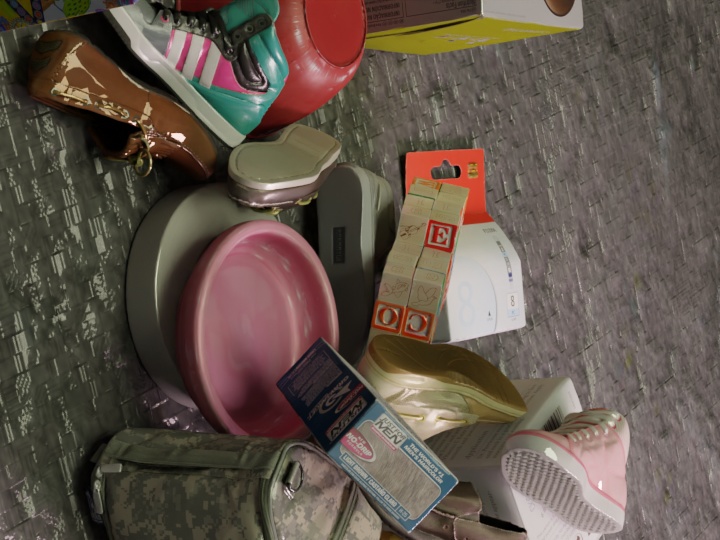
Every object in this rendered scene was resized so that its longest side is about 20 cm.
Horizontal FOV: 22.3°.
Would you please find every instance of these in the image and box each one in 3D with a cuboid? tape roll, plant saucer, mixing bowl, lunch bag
[{"bbox_3d":[-0.127,0.023,1.616,0.202,0.037,0.204,10,78,-54],"label":"tape roll"},{"bbox_3d":[-0.095,0.057,1.584,0.200,0.051,0.202,7,82,-55],"label":"plant saucer"},{"bbox_3d":[-0.064,-0.225,1.673,0.200,0.108,0.202,7,81,-55],"label":"mixing bowl"},{"bbox_3d":[-0.107,0.201,1.491,0.168,0.199,0.140,61,41,-38],"label":"lunch bag"}]

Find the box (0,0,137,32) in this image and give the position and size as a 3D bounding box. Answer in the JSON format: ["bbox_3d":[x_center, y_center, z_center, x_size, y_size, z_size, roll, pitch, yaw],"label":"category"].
[{"bbox_3d":[-0.215,-0.288,1.390,0.200,0.192,0.122,-53,127,-42],"label":"box"}]

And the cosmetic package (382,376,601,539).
[{"bbox_3d":[0.113,0.218,1.794,0.165,0.199,0.166,-44,120,-47],"label":"cosmetic package"}]

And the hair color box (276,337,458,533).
[{"bbox_3d":[0.001,0.130,1.490,0.061,0.200,0.100,-46,108,-2],"label":"hair color box"}]

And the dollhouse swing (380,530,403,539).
[{"bbox_3d":[0.072,0.350,1.643,0.200,0.176,0.182,35,93,-21],"label":"dollhouse swing"}]

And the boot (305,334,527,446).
[{"bbox_3d":[0.047,0.145,1.681,0.199,0.073,0.156,15,119,-44],"label":"boot"}]

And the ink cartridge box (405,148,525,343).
[{"bbox_3d":[0.114,-0.029,1.954,0.160,0.047,0.201,-8,95,-55],"label":"ink cartridge box"}]

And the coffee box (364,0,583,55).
[{"bbox_3d":[0.085,-0.326,1.812,0.199,0.199,0.199,-4,90,-54],"label":"coffee box"}]

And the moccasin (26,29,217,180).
[{"bbox_3d":[-0.194,-0.121,1.506,0.201,0.073,0.078,36,67,-51],"label":"moccasin"}]

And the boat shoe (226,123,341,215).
[{"bbox_3d":[-0.072,-0.081,1.618,0.060,0.072,0.200,-67,171,20],"label":"boat shoe"}]

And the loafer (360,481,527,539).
[{"bbox_3d":[0.070,0.212,1.641,0.200,0.073,0.071,35,90,-26],"label":"loafer"}]

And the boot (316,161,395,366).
[{"bbox_3d":[0.000,0.000,1.771,0.095,0.073,0.201,11,84,-61],"label":"boot"}]

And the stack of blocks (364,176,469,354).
[{"bbox_3d":[0.057,-0.002,1.765,0.200,0.058,0.116,-67,169,-67],"label":"stack of blocks"}]

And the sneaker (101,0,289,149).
[{"bbox_3d":[-0.129,-0.207,1.540,0.121,0.084,0.200,-42,123,4],"label":"sneaker"}]

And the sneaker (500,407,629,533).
[{"bbox_3d":[0.191,0.162,1.677,0.200,0.075,0.105,41,53,-49],"label":"sneaker"}]
